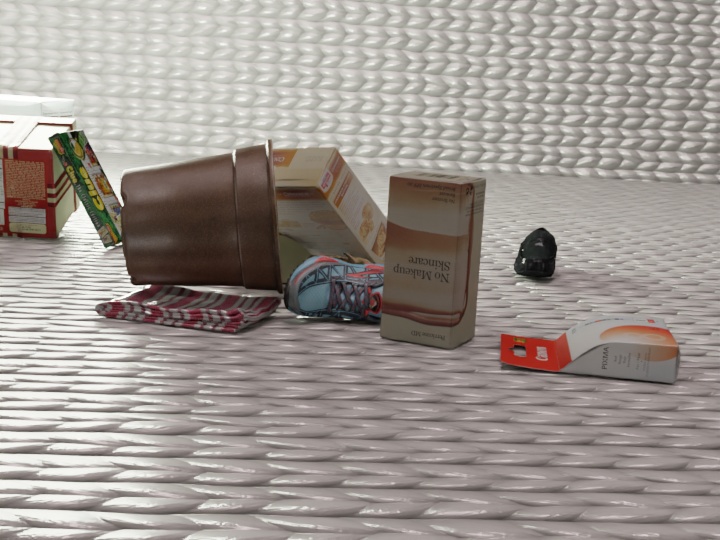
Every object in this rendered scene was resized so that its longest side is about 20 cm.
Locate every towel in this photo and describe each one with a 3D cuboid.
[{"bbox_3d":[-0.215,0.041,1.608,0.198,0.030,0.146,6,9,15],"label":"towel"}]

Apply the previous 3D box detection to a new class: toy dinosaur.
[{"bbox_3d":[0.000,0.000,1.751,0.199,0.059,0.101,13,12,15],"label":"toy dinosaur"}]

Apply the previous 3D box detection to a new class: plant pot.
[{"bbox_3d":[-0.204,-0.061,1.645,0.197,0.202,0.200,-5,11,-4],"label":"plant pot"}]

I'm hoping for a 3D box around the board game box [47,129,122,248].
[{"bbox_3d":[-0.439,-0.136,2.092,0.023,0.201,0.105,-26,4,17],"label":"board game box"}]

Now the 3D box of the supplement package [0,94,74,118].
[{"bbox_3d":[-0.710,-0.258,2.629,0.190,0.202,0.147,6,10,14],"label":"supplement package"}]

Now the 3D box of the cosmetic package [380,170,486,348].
[{"bbox_3d":[0.088,-0.016,1.552,0.103,0.202,0.087,7,11,24],"label":"cosmetic package"}]

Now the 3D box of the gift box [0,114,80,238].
[{"bbox_3d":[-0.579,-0.153,2.160,0.183,0.201,0.187,8,25,-1],"label":"gift box"}]

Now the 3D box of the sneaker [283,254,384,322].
[{"bbox_3d":[-0.003,0.026,1.635,0.199,0.080,0.095,-4,14,-35],"label":"sneaker"}]

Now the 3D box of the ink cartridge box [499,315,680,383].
[{"bbox_3d":[0.266,0.082,1.501,0.198,0.051,0.162,8,10,5],"label":"ink cartridge box"}]

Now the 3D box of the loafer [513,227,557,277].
[{"bbox_3d":[0.288,-0.031,2.082,0.068,0.071,0.201,5,10,10],"label":"loafer"}]

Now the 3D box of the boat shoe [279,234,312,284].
[{"bbox_3d":[-0.149,-0.015,1.862,0.199,0.072,0.063,14,-25,22],"label":"boat shoe"}]

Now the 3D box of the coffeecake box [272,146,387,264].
[{"bbox_3d":[-0.061,-0.085,1.824,0.153,0.073,0.200,3,-34,36],"label":"coffeecake box"}]
